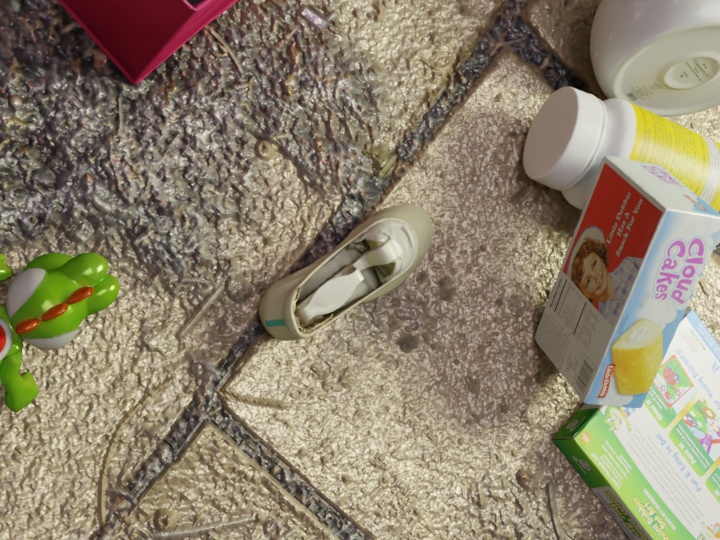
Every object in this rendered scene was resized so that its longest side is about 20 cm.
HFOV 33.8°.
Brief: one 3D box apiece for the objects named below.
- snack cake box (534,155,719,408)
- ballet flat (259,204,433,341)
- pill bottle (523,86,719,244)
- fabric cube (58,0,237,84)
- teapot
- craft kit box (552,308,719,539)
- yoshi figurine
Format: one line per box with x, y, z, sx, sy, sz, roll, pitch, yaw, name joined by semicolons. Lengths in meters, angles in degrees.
0.240;0.011;1.086;0.067;0.115;0.201;7;116;-22;snack cake box
0.000;0.000;1.064;0.200;0.069;0.070;-36;97;-23;ballet flat
0.269;-0.100;1.165;0.199;0.114;0.115;20;75;-19;pill bottle
-0.159;-0.308;0.971;0.196;0.199;0.200;48;68;-9;fabric cube
0.318;-0.256;1.184;0.197;0.200;0.147;-2;64;-9;teapot
0.320;0.177;1.184;0.197;0.048;0.200;-42;99;-25;craft kit box
-0.286;0.046;0.937;0.200;0.113;0.112;-27;52;-10;yoshi figurine
